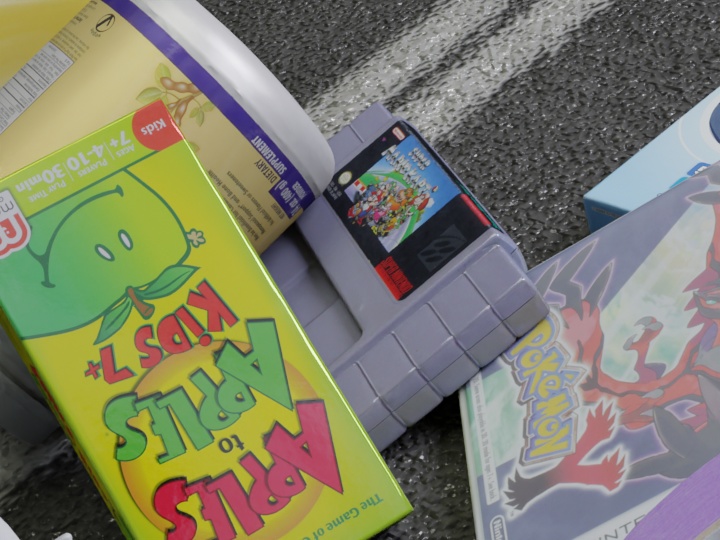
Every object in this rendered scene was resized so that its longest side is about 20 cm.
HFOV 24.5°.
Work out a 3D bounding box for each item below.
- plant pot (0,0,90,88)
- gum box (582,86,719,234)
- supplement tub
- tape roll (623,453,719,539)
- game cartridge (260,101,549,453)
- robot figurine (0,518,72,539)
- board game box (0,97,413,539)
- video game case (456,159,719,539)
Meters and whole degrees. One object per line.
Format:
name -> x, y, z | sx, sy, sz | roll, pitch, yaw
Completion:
plant pot -> -0.259, -0.113, 0.985 | 0.189, 0.201, 0.201 | -24, 31, -35
gum box -> 0.234, -0.051, 0.779 | 0.200, 0.045, 0.170 | -37, 37, -26
supplement tub -> -0.127, -0.030, 0.797 | 0.200, 0.145, 0.145 | -46, 38, -4
tape roll -> 0.134, 0.129, 0.471 | 0.200, 0.066, 0.200 | -42, 20, 19
game cartridge -> 0.000, 0.000, 0.795 | 0.130, 0.038, 0.200 | -43, 34, 6
robot figurine -> -0.204, 0.150, 0.626 | 0.200, 0.113, 0.170 | -22, -5, -22
board game box -> -0.076, 0.041, 0.678 | 0.101, 0.200, 0.048 | -29, -9, -17
video game case -> 0.121, 0.040, 0.666 | 0.182, 0.023, 0.200 | -31, 30, 18
